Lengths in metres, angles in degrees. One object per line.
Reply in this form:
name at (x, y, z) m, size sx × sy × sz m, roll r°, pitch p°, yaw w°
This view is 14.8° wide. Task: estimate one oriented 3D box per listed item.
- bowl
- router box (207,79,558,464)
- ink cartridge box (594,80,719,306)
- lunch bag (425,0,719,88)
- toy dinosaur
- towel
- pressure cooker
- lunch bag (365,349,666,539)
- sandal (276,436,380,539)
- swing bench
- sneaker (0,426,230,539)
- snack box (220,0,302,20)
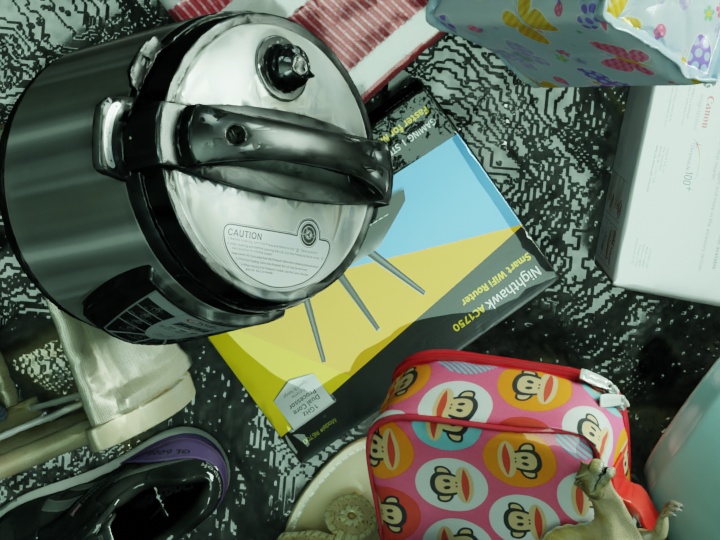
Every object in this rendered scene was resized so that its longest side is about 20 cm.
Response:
bowl at (0.247, 0.110, 1.689) m, size 0.105 × 0.201 × 0.201 m, roll 36°, pitch 96°, yaw 11°
router box at (0.000, 0.000, 1.715) m, size 0.200 × 0.051 × 0.149 m, roll -36°, pitch 101°, yaw 3°
ink cartridge box at (0.251, -0.078, 1.697) m, size 0.174 × 0.084 × 0.201 m, roll 11°, pitch 99°, yaw -5°
lunch bag at (0.146, -0.216, 1.605) m, size 0.127 × 0.169 × 0.201 m, roll 29°, pitch 77°, yaw -34°
toy dinosaur at (0.150, 0.191, 1.634) m, size 0.100 × 0.058 × 0.201 m, roll 16°, pitch 120°, yaw 11°
towel at (-0.047, -0.184, 1.635) m, size 0.144 × 0.023 × 0.200 m, roll -40°, pitch 105°, yaw 3°
pressure cooker at (-0.090, -0.057, 1.565) m, size 0.176 × 0.199 × 0.179 m, roll -47°, pitch 116°, yaw -38°
lunch bag at (0.099, 0.147, 1.680) m, size 0.175 × 0.082 × 0.201 m, roll 6°, pitch 129°, yaw 15°
sandal at (-0.031, 0.207, 1.739) m, size 0.077 × 0.070 × 0.212 m, roll 34°, pitch 96°, yaw -7°
swing bench at (-0.222, 0.019, 1.671) m, size 0.199 × 0.130 × 0.200 m, roll -20°, pitch 98°, yaw 2°
sneaker at (-0.173, 0.166, 1.717) m, size 0.199 × 0.088 × 0.076 m, roll -34°, pitch 99°, yaw 4°
snack box at (-0.101, -0.261, 1.660) m, size 0.199 × 0.068 × 0.170 m, roll 22°, pitch 98°, yaw -9°
